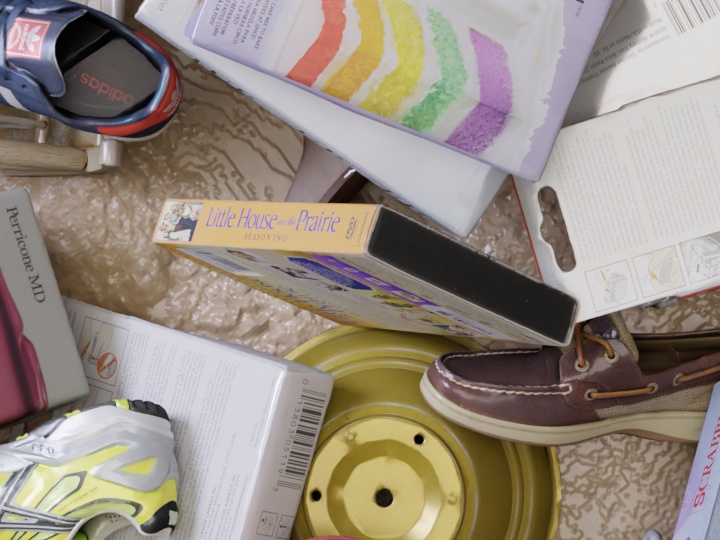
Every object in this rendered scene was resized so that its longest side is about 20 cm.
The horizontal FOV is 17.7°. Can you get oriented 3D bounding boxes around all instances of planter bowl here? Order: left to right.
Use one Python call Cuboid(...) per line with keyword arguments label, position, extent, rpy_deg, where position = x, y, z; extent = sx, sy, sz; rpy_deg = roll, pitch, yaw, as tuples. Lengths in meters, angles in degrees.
Cuboid(label="planter bowl", position=(0.015, 0.127, 1.311), extent=(0.199, 0.083, 0.202), rpy_deg=(0, 88, 4))

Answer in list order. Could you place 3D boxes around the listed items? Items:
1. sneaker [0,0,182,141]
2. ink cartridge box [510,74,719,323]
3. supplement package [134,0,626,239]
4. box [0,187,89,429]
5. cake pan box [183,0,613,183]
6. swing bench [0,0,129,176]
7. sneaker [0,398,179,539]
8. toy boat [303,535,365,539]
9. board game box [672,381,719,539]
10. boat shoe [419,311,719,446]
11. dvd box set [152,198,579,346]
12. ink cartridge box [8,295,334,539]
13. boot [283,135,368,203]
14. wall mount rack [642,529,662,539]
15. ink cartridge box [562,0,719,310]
Cuboid(label="sneaker", position=(-0.186, -0.122, 1.214), extent=(0.199, 0.084, 0.075), rpy_deg=(13, 87, -11))
Cuboid(label="ink cartridge box", position=(0.186, -0.045, 1.241), extent=(0.199, 0.050, 0.110), rpy_deg=(-16, 88, 4))
Cuboid(label="supplement package", position=(0.018, -0.154, 1.191), extent=(0.199, 0.147, 0.192), rpy_deg=(33, 93, -8))
Cuboid(label="box", position=(-0.270, 0.043, 1.267), extent=(0.199, 0.109, 0.129), rpy_deg=(-17, 88, -41))
Cuboid(label="cake pan box", position=(0.037, -0.166, 1.092), extent=(0.183, 0.052, 0.201), rpy_deg=(23, 94, -10))
Cuboid(label="swing bench", position=(-0.230, -0.159, 1.314), extent=(0.199, 0.130, 0.200), rpy_deg=(3, 87, -13))
Cuboid(label="sneaker", position=(-0.193, 0.136, 1.265), extent=(0.199, 0.075, 0.077), rpy_deg=(-22, 70, 12))
Cuboid(label="toy boat", position=(0.008, 0.223, 1.255), extent=(0.199, 0.131, 0.131), rpy_deg=(24, 74, -20))
Cuboid(label="board game box", position=(0.258, 0.185, 1.251), extent=(0.199, 0.041, 0.201), rpy_deg=(26, 66, -14))
Cuboid(label="boat shoe", position=(0.132, 0.052, 1.287), extent=(0.199, 0.072, 0.072), rpy_deg=(4, 115, -13))
Cuboid(label="dvd box set", position=(0.000, 0.000, 1.237), extent=(0.146, 0.199, 0.030), rpy_deg=(25, 78, -34))
Cuboid(label="ink cartridge box", position=(-0.119, 0.112, 1.317), extent=(0.199, 0.050, 0.162), rpy_deg=(15, 89, 42))
Cuboid(label="boot", position=(-0.024, -0.130, 1.320), extent=(0.146, 0.070, 0.200), rpy_deg=(43, 105, 3))
Cuboid(label="wall mount rack", position=(0.175, 0.250, 1.301), extent=(0.199, 0.075, 0.174), rpy_deg=(28, 91, 5))
Cuboid(label="ink cartridge box", position=(0.177, -0.095, 1.309), extent=(0.144, 0.085, 0.201), rpy_deg=(-27, 85, 3))
